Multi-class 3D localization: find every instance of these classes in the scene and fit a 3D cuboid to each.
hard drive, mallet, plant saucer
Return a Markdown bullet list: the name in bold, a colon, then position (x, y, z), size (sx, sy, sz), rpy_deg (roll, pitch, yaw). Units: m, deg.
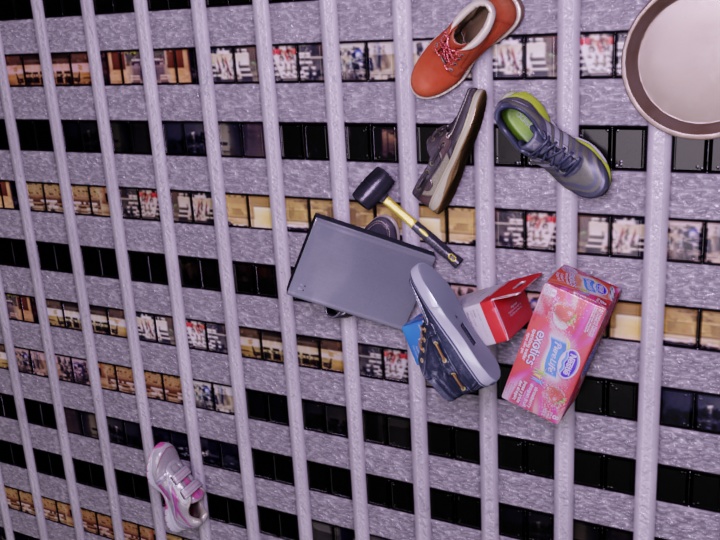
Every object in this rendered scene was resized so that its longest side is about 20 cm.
- **hard drive**: position (0.000, 0.004, 1.386), size (0.200, 0.033, 0.140), rpy_deg (18, 114, -11)
- **mallet**: position (0.084, -0.084, 1.369), size (0.200, 0.041, 0.066), rpy_deg (34, 91, 3)
- **plant saucer**: position (0.433, -0.266, 1.115), size (0.200, 0.029, 0.200), rpy_deg (9, 110, 27)

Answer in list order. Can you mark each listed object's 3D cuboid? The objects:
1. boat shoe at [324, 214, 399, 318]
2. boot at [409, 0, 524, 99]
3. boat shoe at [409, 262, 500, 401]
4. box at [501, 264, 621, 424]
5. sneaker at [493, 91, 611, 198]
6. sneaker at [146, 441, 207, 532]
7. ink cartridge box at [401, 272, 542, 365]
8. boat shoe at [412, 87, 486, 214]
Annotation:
- **boat shoe**: position (0.000, 0.000, 1.425), size (0.073, 0.063, 0.200), rpy_deg (38, 119, 16)
- **boot**: position (0.128, -0.310, 1.227), size (0.075, 0.107, 0.200), rpy_deg (51, 124, 3)
- **boat shoe**: position (0.107, 0.092, 1.251), size (0.091, 0.071, 0.200), rpy_deg (-32, 90, 29)
- **box**: position (0.290, 0.106, 1.276), size (0.095, 0.100, 0.200), rpy_deg (25, 116, 20)
- **sneaker**: position (0.257, -0.167, 1.215), size (0.200, 0.081, 0.074), rpy_deg (41, 122, 12)
- **sneaker**: position (-0.357, 0.432, 1.766), size (0.088, 0.081, 0.200), rpy_deg (-7, 111, 30)
- **ink cartridge box**: position (0.177, 0.071, 1.318), size (0.200, 0.116, 0.067), rpy_deg (-19, 95, 33)
- **boat shoe**: position (0.126, -0.179, 1.290), size (0.065, 0.073, 0.200), rpy_deg (27, 118, 14)
